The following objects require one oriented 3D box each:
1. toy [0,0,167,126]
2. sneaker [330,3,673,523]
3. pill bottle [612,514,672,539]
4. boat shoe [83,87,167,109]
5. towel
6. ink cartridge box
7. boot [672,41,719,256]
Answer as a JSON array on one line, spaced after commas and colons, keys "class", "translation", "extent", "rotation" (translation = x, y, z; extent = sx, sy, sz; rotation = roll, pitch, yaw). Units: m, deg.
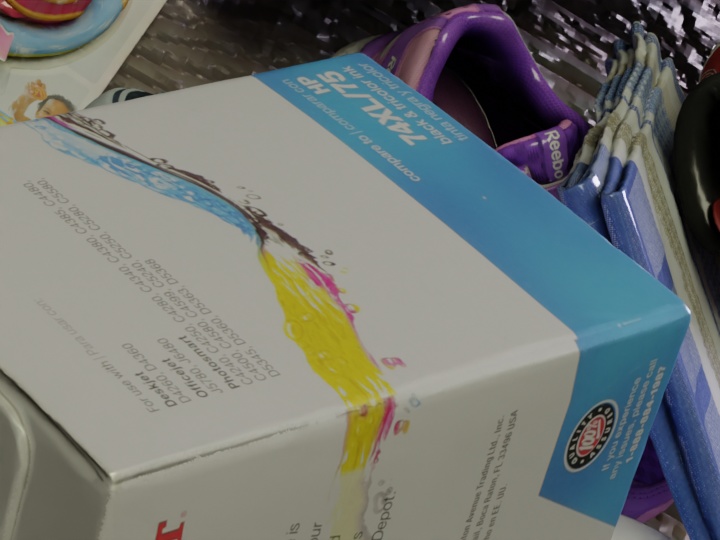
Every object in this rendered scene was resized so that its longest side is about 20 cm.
[{"class": "toy", "translation": [-0.123, -0.108, 1.011], "extent": [0.115, 0.047, 0.200], "rotation": [37, 56, -8]}, {"class": "sneaker", "translation": [0.056, -0.007, 1.027], "extent": [0.080, 0.088, 0.200], "rotation": [-20, 77, -34]}, {"class": "pill bottle", "translation": [0.034, 0.171, 0.911], "extent": [0.113, 0.113, 0.200], "rotation": [44, 54, -1]}, {"class": "boat shoe", "translation": [0.000, 0.000, 0.982], "extent": [0.200, 0.091, 0.071], "rotation": [49, 23, -2]}, {"class": "towel", "translation": [0.104, 0.008, 0.991], "extent": [0.200, 0.024, 0.147], "rotation": [-63, 134, -70]}, {"class": "ink cartridge box", "translation": [-0.045, 0.051, 0.810], "extent": [0.200, 0.147, 0.146], "rotation": [-14, 43, -41]}, {"class": "boot", "translation": [0.161, 0.019, 1.017], "extent": [0.200, 0.072, 0.144], "rotation": [65, 17, -7]}]
